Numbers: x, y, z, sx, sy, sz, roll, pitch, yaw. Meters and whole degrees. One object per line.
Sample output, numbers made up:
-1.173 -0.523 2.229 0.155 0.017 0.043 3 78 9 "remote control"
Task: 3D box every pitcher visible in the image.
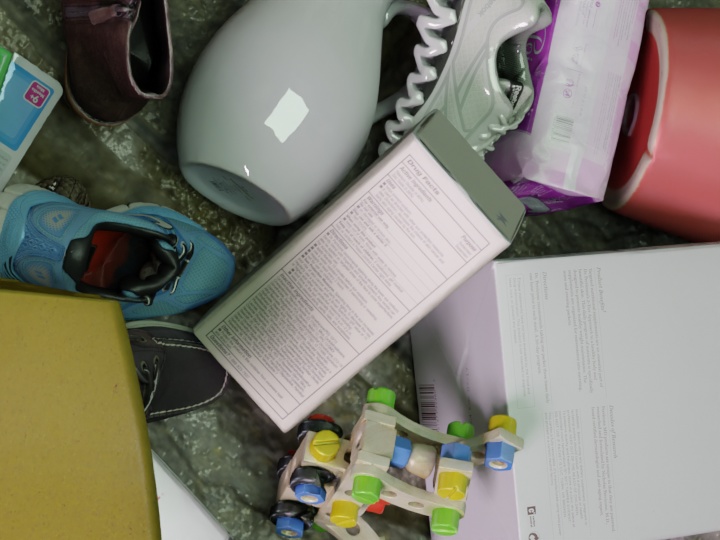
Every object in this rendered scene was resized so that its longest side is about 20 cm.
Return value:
-0.024 -0.122 1.274 0.171 0.121 0.201 40 67 -39 "pitcher"

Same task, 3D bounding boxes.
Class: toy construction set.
0.014 0.148 1.246 0.130 0.201 0.092 14 46 -9 "toy construction set"

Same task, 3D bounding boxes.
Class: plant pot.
0.267 -0.097 1.356 0.176 0.200 0.202 9 84 -11 "plant pot"
-0.221 0.091 1.017 0.199 0.200 0.178 7 90 -34 "plant pot"

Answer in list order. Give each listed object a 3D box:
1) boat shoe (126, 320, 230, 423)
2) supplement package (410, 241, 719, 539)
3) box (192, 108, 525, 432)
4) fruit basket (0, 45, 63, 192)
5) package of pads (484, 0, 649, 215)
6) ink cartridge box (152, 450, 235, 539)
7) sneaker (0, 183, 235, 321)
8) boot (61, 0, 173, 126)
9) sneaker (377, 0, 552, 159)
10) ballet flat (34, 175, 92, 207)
-0.158 0.071 1.203 0.199 0.065 0.072 5 103 -40 "boat shoe"
0.155 0.084 1.312 0.199 0.147 0.193 -4 89 -23 "supplement package"
0.000 0.000 1.226 0.200 0.078 0.095 -39 95 21 "box"
-0.303 -0.077 1.160 0.185 0.094 0.201 34 79 -18 "fruit basket"
0.134 -0.141 1.329 0.075 0.120 0.201 16 81 -21 "package of pads"
-0.129 0.229 1.220 0.145 0.084 0.200 -44 104 -19 "ink cartridge box"
-0.139 0.001 1.193 0.200 0.090 0.079 7 99 -56 "sneaker"
-0.145 -0.191 1.190 0.072 0.166 0.201 0 87 -23 "boot"
0.065 -0.100 1.270 0.081 0.075 0.201 23 110 20 "sneaker"
-0.220 0.031 1.213 0.067 0.046 0.201 30 76 -19 "ballet flat"
